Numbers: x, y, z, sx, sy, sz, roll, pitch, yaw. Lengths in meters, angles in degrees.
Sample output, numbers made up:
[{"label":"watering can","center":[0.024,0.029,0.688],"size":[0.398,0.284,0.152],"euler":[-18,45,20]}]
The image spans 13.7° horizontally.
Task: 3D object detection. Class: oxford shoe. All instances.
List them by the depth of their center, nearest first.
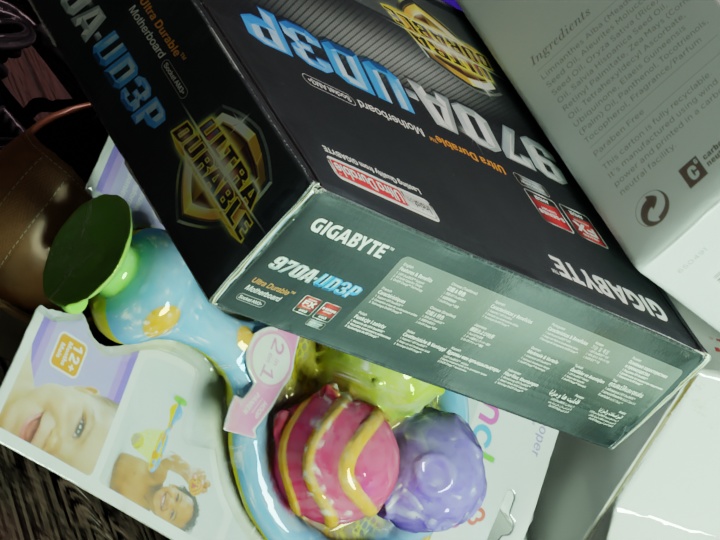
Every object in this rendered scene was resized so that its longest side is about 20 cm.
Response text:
[{"label":"oxford shoe","center":[-0.079,-0.024,0.969],"size":[0.071,0.071,0.200],"euler":[38,14,1]}]

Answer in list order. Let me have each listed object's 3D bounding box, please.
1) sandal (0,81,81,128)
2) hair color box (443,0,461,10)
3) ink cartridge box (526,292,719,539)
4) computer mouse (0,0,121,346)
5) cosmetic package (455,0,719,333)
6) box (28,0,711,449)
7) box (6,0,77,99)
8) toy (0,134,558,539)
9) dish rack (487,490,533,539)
[{"label":"sandal","center":[-0.105,-0.030,1.284],"size":[0.200,0.043,0.076],"euler":[48,5,-34]},{"label":"hair color box","center":[0.044,-0.022,1.212],"size":[0.109,0.065,0.200],"euler":[42,-34,17]},{"label":"ink cartridge box","center":[0.126,0.050,1.046],"size":[0.128,0.126,0.200],"euler":[16,33,-20]},{"label":"computer mouse","center":[-0.101,-0.020,1.086],"size":[0.200,0.046,0.140],"euler":[42,21,4]},{"label":"cosmetic package","center":[0.095,-0.069,0.971],"size":[0.101,0.071,0.200],"euler":[33,20,-48]},{"label":"box","center":[-0.002,-0.037,0.867],"size":[0.200,0.046,0.159],"euler":[22,29,-49]},{"label":"box","center":[-0.099,-0.086,1.278],"size":[0.161,0.043,0.200],"euler":[53,-6,-15]},{"label":"toy","center":[-0.007,0.039,0.885],"size":[0.200,0.116,0.047],"euler":[33,-20,-32]},{"label":"dish rack","center":[0.000,0.000,1.006],"size":[0.200,0.043,0.172],"euler":[56,8,-32]}]
